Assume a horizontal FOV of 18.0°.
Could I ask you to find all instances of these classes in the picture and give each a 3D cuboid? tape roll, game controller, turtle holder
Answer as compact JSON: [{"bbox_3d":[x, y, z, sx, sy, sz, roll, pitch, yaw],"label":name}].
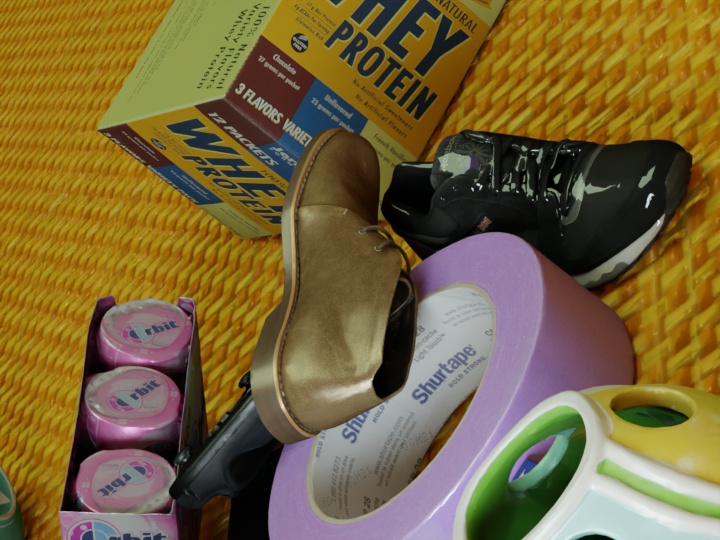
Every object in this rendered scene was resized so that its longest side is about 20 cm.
[{"bbox_3d":[0.042,0.081,1.129,0.200,0.066,0.200,-41,26,25],"label":"tape roll"},{"bbox_3d":[-0.053,0.069,1.269,0.105,0.042,0.200,-58,-1,14],"label":"game controller"},{"bbox_3d":[0.121,0.103,0.864,0.185,0.132,0.141,-38,27,33],"label":"turtle holder"}]

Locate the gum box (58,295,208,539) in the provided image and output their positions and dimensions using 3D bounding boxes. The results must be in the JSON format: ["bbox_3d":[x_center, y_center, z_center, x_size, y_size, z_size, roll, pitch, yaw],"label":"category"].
[{"bbox_3d":[-0.129,0.115,1.330,0.200,0.066,0.114,-89,-1,-53],"label":"gum box"}]

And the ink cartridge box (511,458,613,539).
[{"bbox_3d":[0.053,0.185,0.990,0.200,0.044,0.094,-56,25,-6],"label":"ink cartridge box"}]

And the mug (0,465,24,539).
[{"bbox_3d":[-0.304,0.163,1.559,0.114,0.152,0.185,-43,25,17],"label":"mug"}]

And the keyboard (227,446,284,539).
[{"bbox_3d":[-0.043,0.172,1.223,0.104,0.040,0.200,-19,33,15],"label":"keyboard"}]

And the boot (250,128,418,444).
[{"bbox_3d":[0.000,0.000,1.176,0.075,0.074,0.201,-18,42,26],"label":"boot"}]

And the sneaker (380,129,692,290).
[{"bbox_3d":[0.082,-0.036,1.184,0.200,0.087,0.076,-20,40,53],"label":"sneaker"}]

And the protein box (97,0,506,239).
[{"bbox_3d":[-0.036,-0.143,1.494,0.200,0.135,0.199,-6,52,61],"label":"protein box"}]
